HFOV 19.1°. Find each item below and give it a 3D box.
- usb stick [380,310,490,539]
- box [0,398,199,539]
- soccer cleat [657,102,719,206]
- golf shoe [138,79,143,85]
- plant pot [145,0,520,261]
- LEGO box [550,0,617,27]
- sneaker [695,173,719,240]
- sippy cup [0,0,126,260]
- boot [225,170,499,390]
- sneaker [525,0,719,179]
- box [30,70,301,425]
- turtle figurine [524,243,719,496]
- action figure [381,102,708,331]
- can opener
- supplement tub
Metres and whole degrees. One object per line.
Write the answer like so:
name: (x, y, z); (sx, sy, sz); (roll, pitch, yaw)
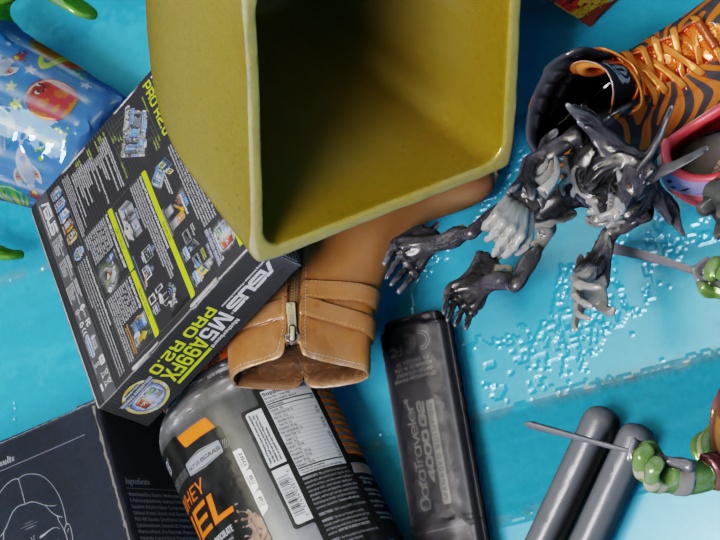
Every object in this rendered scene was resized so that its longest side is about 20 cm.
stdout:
usb stick: (0.052, 0.127, 1.408); (0.055, 0.033, 0.200); (-17, 76, 30)
box: (-0.189, 0.209, 1.472); (0.148, 0.107, 0.200); (-23, 74, 22)
soccer cleat: (0.275, -0.095, 1.302); (0.200, 0.076, 0.067); (-24, 73, 17)
golf shoe: (-0.089, -0.062, 1.483); (0.092, 0.075, 0.200); (-27, 73, 17)
plant pot: (-0.038, -0.160, 1.321); (0.200, 0.194, 0.196); (41, 143, 43)
LEGO box: (0.094, -0.267, 1.378); (0.077, 0.149, 0.200); (-42, 67, 15)
sneaker: (0.305, -0.034, 1.274); (0.200, 0.071, 0.098); (17, 77, 13)
sippy cup: (-0.237, -0.102, 1.535); (0.130, 0.178, 0.140); (24, 50, 17)
boot: (0.000, 0.000, 1.389); (0.200, 0.074, 0.155); (-12, 54, 9)
sneaker: (0.189, -0.121, 1.331); (0.200, 0.112, 0.078); (-39, 68, 16)
box: (-0.132, -0.023, 1.401); (0.160, 0.044, 0.200); (-46, 44, 20)
turtle figurine: (0.204, 0.055, 1.250); (0.200, 0.144, 0.194); (51, 148, 9)
action figure: (0.116, -0.023, 1.293); (0.200, 0.119, 0.102); (-29, 33, 36)
can opener: (0.123, 0.182, 1.351); (0.053, 0.066, 0.200); (27, 90, 23)
supplement tub: (-0.055, 0.143, 1.408); (0.122, 0.123, 0.200); (-33, 69, 18)
